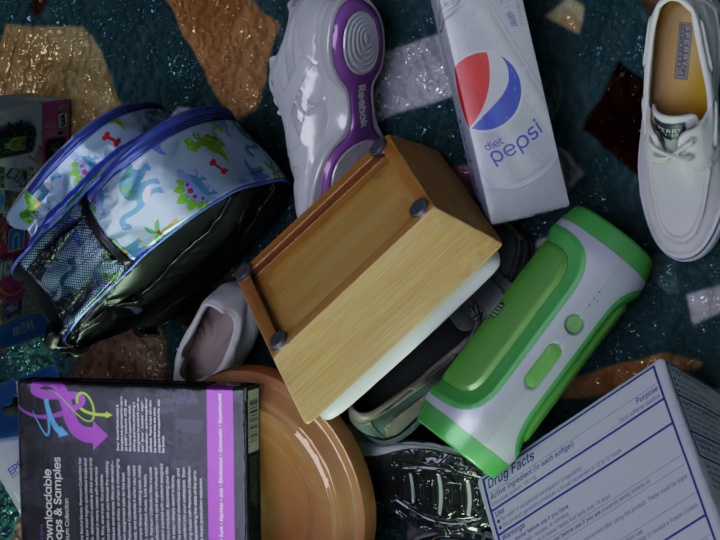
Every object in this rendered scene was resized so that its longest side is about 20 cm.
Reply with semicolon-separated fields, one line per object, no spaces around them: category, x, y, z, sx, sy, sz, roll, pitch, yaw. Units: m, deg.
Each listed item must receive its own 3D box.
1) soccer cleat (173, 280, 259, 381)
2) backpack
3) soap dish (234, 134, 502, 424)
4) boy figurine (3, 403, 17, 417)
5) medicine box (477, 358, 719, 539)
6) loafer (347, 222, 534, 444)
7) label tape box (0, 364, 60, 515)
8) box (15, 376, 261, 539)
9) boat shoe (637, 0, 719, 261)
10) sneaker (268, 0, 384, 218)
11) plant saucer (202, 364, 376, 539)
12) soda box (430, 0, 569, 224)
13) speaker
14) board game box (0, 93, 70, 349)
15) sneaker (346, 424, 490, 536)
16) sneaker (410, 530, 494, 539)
soccer cleat;-0.131;0.104;1.768;0.069;0.077;0.202;21;107;22
backpack;-0.171;-0.050;1.706;0.200;0.183;0.147;-39;81;21
soap dish;0.000;0.000;1.625;0.200;0.158;0.081;-43;122;9
boy figurine;-0.398;0.110;1.908;0.199;0.064;0.125;28;109;21
medicine box;0.203;0.201;1.558;0.182;0.103;0.201;-36;49;26
loafer;0.062;0.045;1.637;0.072;0.063;0.201;36;89;23
label tape box;-0.228;0.165;1.788;0.066;0.143;0.201;-33;83;26
box;-0.174;0.157;1.671;0.198;0.036;0.144;1;94;19
boat shoe;0.232;-0.105;1.562;0.070;0.070;0.202;7;100;25
sneaker;-0.029;-0.124;1.700;0.099;0.074;0.202;20;110;47
plant saucer;-0.076;0.174;1.692;0.199;0.032;0.202;13;113;33
soda box;0.101;-0.138;1.611;0.063;0.068;0.202;-13;93;-3
speaker;0.130;0.052;1.594;0.088;0.088;0.201;37;88;16
board game box;-0.305;-0.041;1.793;0.064;0.147;0.202;8;102;22
sneaker;0.030;0.155;1.697;0.198;0.079;0.075;8;114;21
sneaker;0.114;0.261;1.674;0.199;0.075;0.081;20;106;23
